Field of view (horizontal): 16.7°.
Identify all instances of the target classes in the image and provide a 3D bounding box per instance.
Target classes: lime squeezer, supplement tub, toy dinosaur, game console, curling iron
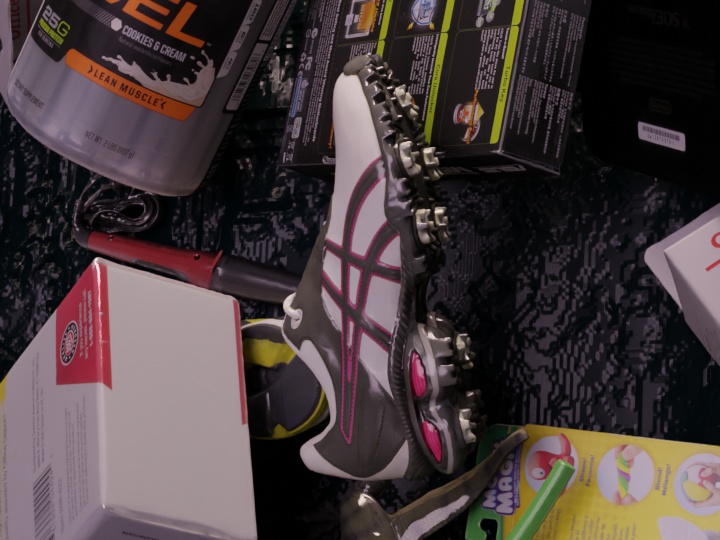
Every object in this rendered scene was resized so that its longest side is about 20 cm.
[{"bbox_3d":[0.036,0.166,1.174,0.200,0.038,0.071,-39,18,37],"label":"lime squeezer"},{"bbox_3d":[-0.096,-0.151,1.289,0.122,0.122,0.200,35,107,31],"label":"supplement tub"},{"bbox_3d":[0.003,0.126,1.208,0.200,0.047,0.088,-43,32,13],"label":"toy dinosaur"},{"bbox_3d":[0.190,-0.132,1.145,0.200,0.116,0.177,-153,57,-69],"label":"game console"},{"bbox_3d":[-0.078,-0.010,1.319,0.200,0.026,0.050,21,92,31],"label":"curling iron"}]

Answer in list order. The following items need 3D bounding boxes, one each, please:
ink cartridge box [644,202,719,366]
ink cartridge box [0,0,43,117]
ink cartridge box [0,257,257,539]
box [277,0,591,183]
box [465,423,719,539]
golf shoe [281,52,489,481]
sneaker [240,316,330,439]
[{"bbox_3d":[0.217,0.016,1.097,0.115,0.068,0.200,-33,55,-2],"label":"ink cartridge box"},{"bbox_3d":[-0.196,-0.199,1.367,0.067,0.117,0.200,-16,61,-16],"label":"ink cartridge box"},{"bbox_3d":[-0.136,0.114,1.208,0.200,0.083,0.146,-47,38,41],"label":"ink cartridge box"},{"bbox_3d":[0.043,-0.145,1.232,0.193,0.047,0.201,0,77,53],"label":"box"},{"bbox_3d":[0.142,0.138,1.152,0.199,0.048,0.118,6,81,28],"label":"box"},{"bbox_3d":[0.000,0.000,1.141,0.088,0.077,0.201,-10,86,14],"label":"golf shoe"},{"bbox_3d":[-0.059,0.059,1.271,0.200,0.084,0.075,1,92,50],"label":"sneaker"}]
